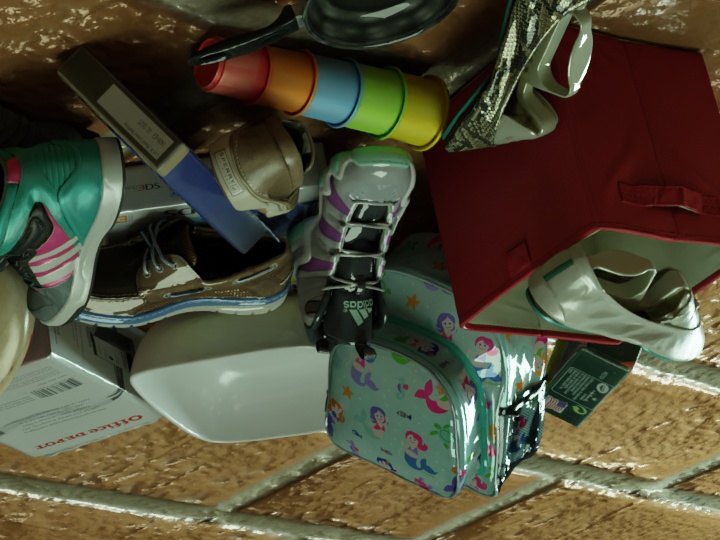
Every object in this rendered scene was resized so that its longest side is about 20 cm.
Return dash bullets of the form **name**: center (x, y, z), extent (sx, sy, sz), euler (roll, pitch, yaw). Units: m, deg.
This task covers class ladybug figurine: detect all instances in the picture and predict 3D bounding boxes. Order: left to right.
- **ladybug figurine**: center (-0.333, 0.049, 1.818), extent (0.200, 0.136, 0.072), euler (-45, 175, 30)

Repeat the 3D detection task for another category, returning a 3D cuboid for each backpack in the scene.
- **backpack**: center (0.062, 0.076, 1.835), extent (0.150, 0.177, 0.201), euler (-33, 138, -47)

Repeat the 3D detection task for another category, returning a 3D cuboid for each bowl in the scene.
- **bowl**: center (-0.089, 0.082, 1.974), extent (0.199, 0.075, 0.200), euler (-11, 153, 17)

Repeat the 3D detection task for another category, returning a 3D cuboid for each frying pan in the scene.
- **frying pan**: center (-0.017, -0.178, 1.560), extent (0.190, 0.031, 0.115), euler (-24, 153, 22)

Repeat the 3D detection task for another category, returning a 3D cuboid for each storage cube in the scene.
- **storage cube**: center (0.171, -0.063, 1.720), extent (0.171, 0.180, 0.200), euler (6, 151, -34)

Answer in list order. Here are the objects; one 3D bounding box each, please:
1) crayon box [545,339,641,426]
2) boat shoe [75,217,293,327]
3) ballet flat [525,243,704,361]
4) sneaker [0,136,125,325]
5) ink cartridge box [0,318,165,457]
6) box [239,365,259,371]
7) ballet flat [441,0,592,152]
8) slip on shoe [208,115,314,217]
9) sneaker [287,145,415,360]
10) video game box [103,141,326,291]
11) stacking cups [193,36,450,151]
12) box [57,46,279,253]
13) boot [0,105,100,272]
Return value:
- **crayon box**: center (0.220, 0.022, 1.912), extent (0.051, 0.200, 0.127), euler (26, 150, -4)
- **boat shoe**: center (-0.150, -0.007, 1.742), extent (0.199, 0.072, 0.072), euler (-5, 144, -19)
- **ballet flat**: center (0.206, 0.022, 1.639), extent (0.200, 0.070, 0.069), euler (15, 145, -44)
- **sneaker**: center (-0.250, -0.025, 1.607), extent (0.120, 0.084, 0.200), euler (1, 144, -22)
- **ink cartridge box**: center (-0.286, 0.088, 1.964), extent (0.146, 0.083, 0.200), euler (-19, 155, 18)
- **box**: center (-0.011, 0.087, 2.137), extent (0.199, 0.041, 0.156), euler (-13, 156, 1)
- **ballet flat**: center (0.121, -0.142, 1.599), extent (0.068, 0.075, 0.200), euler (-42, 163, -46)
- **slip on shoe**: center (-0.061, -0.084, 1.641), extent (0.060, 0.076, 0.200), euler (-24, 178, 9)
- **sneaker**: center (0.000, 0.000, 1.720), extent (0.077, 0.140, 0.200), euler (1, 153, -15)
- **video game box**: center (-0.121, -0.032, 1.825), extent (0.182, 0.047, 0.200), euler (-6, 155, -7)
- **stacking cups**: center (-0.031, -0.133, 1.634), extent (0.200, 0.061, 0.060), euler (9, 149, -32)
- **box**: center (-0.137, -0.080, 1.626), extent (0.032, 0.121, 0.200), euler (-46, 152, -1)
- **boot**: center (-0.300, -0.064, 1.664), extent (0.131, 0.070, 0.200), euler (18, 132, -43)
